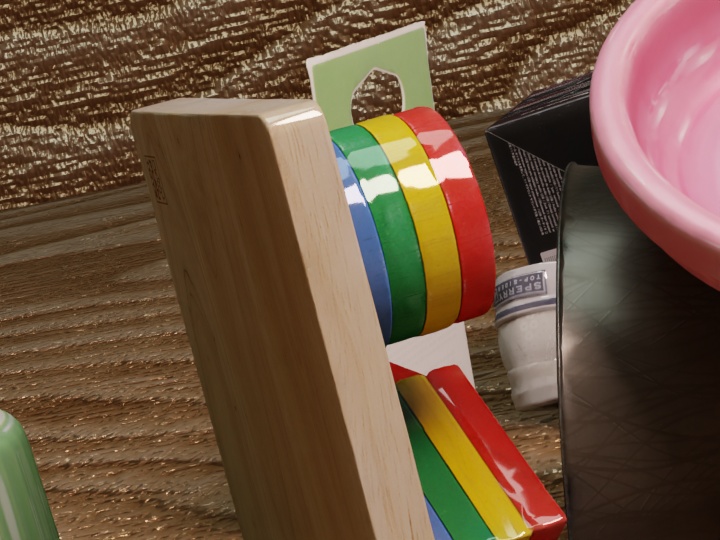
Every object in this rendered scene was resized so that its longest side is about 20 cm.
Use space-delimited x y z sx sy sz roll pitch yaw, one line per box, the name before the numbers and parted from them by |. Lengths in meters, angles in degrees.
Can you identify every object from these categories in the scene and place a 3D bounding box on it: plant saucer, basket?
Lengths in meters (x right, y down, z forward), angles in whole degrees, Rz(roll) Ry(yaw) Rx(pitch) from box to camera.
plant saucer | 0.172 -0.041 0.787 0.200 0.051 0.201 -5 38 4
basket | 0.172 0.034 0.835 0.199 0.136 0.181 -5 45 10

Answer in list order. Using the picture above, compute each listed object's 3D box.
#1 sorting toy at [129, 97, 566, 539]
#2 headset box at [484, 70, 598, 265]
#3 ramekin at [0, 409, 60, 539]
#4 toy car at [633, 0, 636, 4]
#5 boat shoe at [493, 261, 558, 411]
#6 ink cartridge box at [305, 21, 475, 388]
sorting toy | 0.001 0.036 0.833 0.069 0.201 0.199 -16 8 -15
headset box | 0.131 -0.022 1.247 0.077 0.149 0.200 -17 5 15
ramekin | -0.204 0.119 0.948 0.199 0.098 0.200 -12 8 2
toy car | 0.220 -0.081 1.112 0.150 0.175 0.200 -39 9 9
boat shoe | 0.137 0.048 1.044 0.200 0.070 0.071 14 -23 -40
ink cartridge box | 0.000 0.000 1.115 0.048 0.201 0.145 -7 9 23
